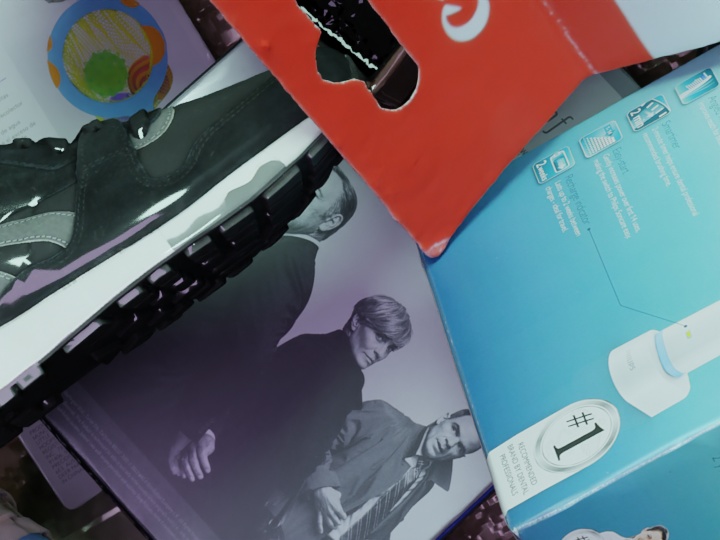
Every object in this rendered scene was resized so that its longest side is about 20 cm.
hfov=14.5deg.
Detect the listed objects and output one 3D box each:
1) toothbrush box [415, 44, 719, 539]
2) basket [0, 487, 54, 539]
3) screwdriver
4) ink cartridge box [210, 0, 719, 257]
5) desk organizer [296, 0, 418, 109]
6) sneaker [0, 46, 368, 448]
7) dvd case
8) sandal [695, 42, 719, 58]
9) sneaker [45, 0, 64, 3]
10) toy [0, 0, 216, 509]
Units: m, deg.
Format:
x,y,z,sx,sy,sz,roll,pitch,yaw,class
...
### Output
x,y,z,sx,sy,sz,roll,pitch,yaw,class
0.127,0.004,0.731,0.199,0.147,0.085,-30,123,8,toothbrush box
-0.172,0.118,0.826,0.199,0.139,0.177,20,133,22,basket
-0.047,-0.140,0.850,0.029,0.028,0.201,-39,68,22,screwdriver
0.062,-0.106,0.694,0.200,0.162,0.050,-49,49,-6,ink cartridge box
0.037,-0.143,0.760,0.072,0.077,0.200,40,97,11,desk organizer
-0.092,-0.013,0.735,0.199,0.076,0.088,-36,83,-9,sneaker
0.000,0.000,0.840,0.200,0.025,0.150,-42,86,-10,dvd case
0.195,-0.063,0.818,0.199,0.043,0.077,1,95,12,sandal
-0.097,-0.167,0.825,0.092,0.075,0.201,-41,46,34,sneaker
-0.100,-0.041,0.871,0.115,0.047,0.201,-34,95,-17,toy
